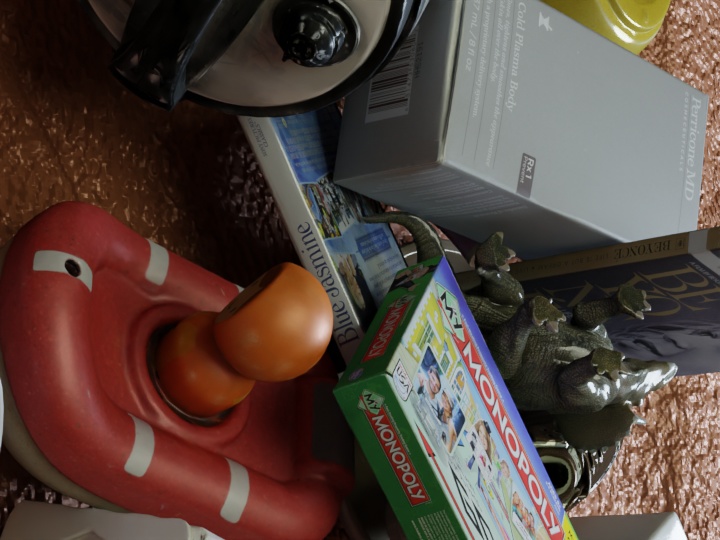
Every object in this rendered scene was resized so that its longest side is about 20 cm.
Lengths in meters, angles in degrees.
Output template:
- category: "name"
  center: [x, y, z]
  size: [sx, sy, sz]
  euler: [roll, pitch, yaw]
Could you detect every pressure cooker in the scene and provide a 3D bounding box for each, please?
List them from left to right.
- category: "pressure cooker"
  center: [-0.038, -0.169, 0.823]
  size: [0.201, 0.177, 0.177]
  euler: [-64, 148, -47]

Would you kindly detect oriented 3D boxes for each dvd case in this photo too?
- category: "dvd case"
  center: [0.000, 0.000, 0.937]
  size: [0.201, 0.017, 0.143]
  euler: [66, 14, -1]
- category: "dvd case"
  center: [0.152, 0.025, 1.005]
  size: [0.148, 0.199, 0.016]
  euler: [30, 61, -39]

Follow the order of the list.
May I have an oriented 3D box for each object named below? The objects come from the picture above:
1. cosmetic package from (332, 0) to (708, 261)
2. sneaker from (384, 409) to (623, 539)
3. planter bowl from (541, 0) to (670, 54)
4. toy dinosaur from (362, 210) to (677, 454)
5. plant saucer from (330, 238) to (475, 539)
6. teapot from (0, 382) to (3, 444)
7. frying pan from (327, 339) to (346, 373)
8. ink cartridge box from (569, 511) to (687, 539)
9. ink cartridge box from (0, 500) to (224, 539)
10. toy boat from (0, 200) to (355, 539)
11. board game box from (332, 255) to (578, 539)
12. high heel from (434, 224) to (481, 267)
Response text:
- category: "cosmetic package"
  center: [0.087, -0.069, 0.963]
  size: [0.199, 0.090, 0.108]
  euler: [17, 74, -38]
- category: "sneaker"
  center: [0.102, 0.114, 1.028]
  size: [0.199, 0.075, 0.071]
  euler: [-24, 100, -46]
- category: "planter bowl"
  center: [0.123, -0.176, 1.063]
  size: [0.200, 0.083, 0.202]
  euler: [8, 80, -54]
- category: "toy dinosaur"
  center: [0.081, 0.039, 0.954]
  size: [0.199, 0.102, 0.077]
  euler: [21, 51, -13]
- category: "plant saucer"
  center: [0.042, 0.083, 1.045]
  size: [0.199, 0.029, 0.202]
  euler: [9, 78, -45]
- category: "teapot"
  center: [-0.238, 0.068, 0.675]
  size: [0.200, 0.145, 0.199]
  euler: [-16, 129, -65]
- category: "frying pan"
  center: [-0.077, 0.044, 0.918]
  size: [0.190, 0.031, 0.116]
  euler: [-43, 111, -40]
- category: "ink cartridge box"
  center: [0.155, 0.264, 1.092]
  size: [0.145, 0.087, 0.201]
  euler: [-40, 110, -42]
- category: "ink cartridge box"
  center: [-0.059, 0.182, 0.836]
  size: [0.200, 0.146, 0.083]
  euler: [35, 66, -37]
- category: "toy boat"
  center: [-0.065, 0.038, 0.813]
  size: [0.199, 0.130, 0.131]
  euler: [28, 44, -33]
- category: "board game box"
  center: [0.056, 0.108, 0.871]
  size: [0.201, 0.029, 0.135]
  euler: [63, 22, -15]
- category: "high heel"
  center: [0.086, -0.052, 1.096]
  size: [0.096, 0.067, 0.200]
  euler: [53, 21, 18]
